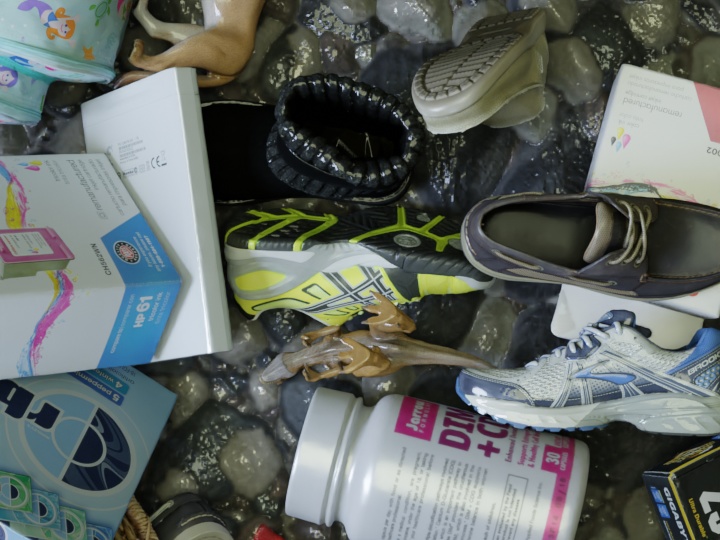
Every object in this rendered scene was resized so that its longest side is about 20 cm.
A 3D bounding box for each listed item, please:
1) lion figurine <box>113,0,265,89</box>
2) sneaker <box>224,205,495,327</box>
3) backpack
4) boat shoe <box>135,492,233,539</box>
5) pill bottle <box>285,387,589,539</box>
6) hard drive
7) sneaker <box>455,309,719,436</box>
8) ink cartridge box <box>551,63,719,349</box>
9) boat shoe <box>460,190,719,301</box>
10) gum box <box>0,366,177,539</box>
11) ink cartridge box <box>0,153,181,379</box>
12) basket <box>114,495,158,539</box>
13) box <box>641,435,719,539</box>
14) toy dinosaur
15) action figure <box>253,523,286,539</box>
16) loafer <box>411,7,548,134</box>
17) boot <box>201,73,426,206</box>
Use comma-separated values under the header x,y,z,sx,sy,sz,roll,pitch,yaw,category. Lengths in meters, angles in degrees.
x,y,z,sx,sy,sz,roll,pitch,yaw,category
-0.094,-0.205,1.254,0.122,0.072,0.200,22,100,-24,lion figurine
0.000,0.000,1.247,0.200,0.075,0.077,4,118,1,sneaker
-0.266,-0.182,1.209,0.200,0.178,0.151,9,91,-6,backpack
-0.179,0.242,1.252,0.200,0.073,0.063,-41,43,6,boat shoe
0.054,0.153,1.204,0.200,0.113,0.114,14,88,4,pill bottle
-0.150,-0.035,1.227,0.027,0.132,0.200,-5,86,-40,hard drive
0.168,0.068,1.203,0.200,0.077,0.085,1,94,2,sneaker
0.217,-0.036,1.228,0.116,0.067,0.200,15,89,4,ink cartridge box
0.168,-0.017,1.159,0.200,0.073,0.075,0,87,5,boat shoe
-0.231,0.113,1.161,0.170,0.200,0.045,33,124,-9,gum box
-0.247,-0.003,1.165,0.145,0.200,0.085,54,135,34,ink cartridge box
-0.257,0.157,1.181,0.149,0.143,0.200,-34,65,4,basket
0.305,0.200,1.186,0.159,0.049,0.200,-22,94,-17,box
0.024,0.057,1.231,0.200,0.106,0.061,2,75,9,toy dinosaur
0.004,0.247,1.200,0.200,0.099,0.065,21,91,10,action figure
0.096,-0.131,1.186,0.076,0.200,0.068,-10,108,27,loafer
-0.058,-0.091,1.200,0.211,0.158,0.080,0,87,3,boot
